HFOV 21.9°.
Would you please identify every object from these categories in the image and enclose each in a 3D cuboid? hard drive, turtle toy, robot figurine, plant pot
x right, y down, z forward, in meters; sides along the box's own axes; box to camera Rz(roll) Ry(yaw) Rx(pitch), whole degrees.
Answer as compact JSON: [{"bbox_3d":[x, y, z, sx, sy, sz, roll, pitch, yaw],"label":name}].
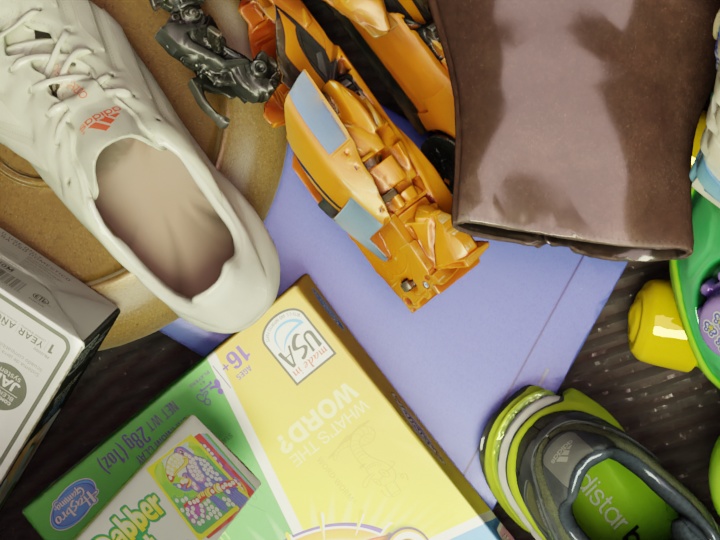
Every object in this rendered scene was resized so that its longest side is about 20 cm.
[{"bbox_3d":[0.000,0.000,0.807,0.199,0.025,0.133,30,88,-1],"label":"hard drive"},{"bbox_3d":[0.190,0.019,0.776,0.144,0.101,0.202,11,88,-2],"label":"turtle toy"},{"bbox_3d":[0.002,-0.093,0.763,0.145,0.058,0.201,-36,89,-34],"label":"robot figurine"},{"bbox_3d":[-0.130,-0.066,0.787,0.198,0.027,0.203,-1,83,8],"label":"plant pot"}]

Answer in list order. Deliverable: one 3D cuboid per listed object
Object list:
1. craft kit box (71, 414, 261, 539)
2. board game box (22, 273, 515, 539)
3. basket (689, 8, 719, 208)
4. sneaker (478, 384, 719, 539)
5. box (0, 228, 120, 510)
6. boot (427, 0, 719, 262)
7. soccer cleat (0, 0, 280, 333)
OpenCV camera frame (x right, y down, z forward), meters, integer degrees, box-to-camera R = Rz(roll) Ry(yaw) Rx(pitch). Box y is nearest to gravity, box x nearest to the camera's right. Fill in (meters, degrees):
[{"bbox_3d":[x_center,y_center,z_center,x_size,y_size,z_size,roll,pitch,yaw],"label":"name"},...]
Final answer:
[{"bbox_3d":[-0.141,0.164,0.676,0.048,0.200,0.198,41,120,0],"label":"craft kit box"},{"bbox_3d":[-0.020,0.128,0.779,0.153,0.040,0.200,-39,92,7],"label":"board game box"},{"bbox_3d":[0.206,-0.088,0.647,0.139,0.200,0.176,42,56,7],"label":"basket"},{"bbox_3d":[0.132,0.133,0.774,0.200,0.081,0.074,42,88,-12],"label":"sneaker"},{"bbox_3d":[-0.199,0.072,0.756,0.116,0.060,0.201,32,104,-1],"label":"box"},{"bbox_3d":[0.049,-0.100,0.716,0.198,0.072,0.168,12,77,-9],"label":"boot"},{"bbox_3d":[-0.105,-0.057,0.730,0.069,0.078,0.200,-44,80,0],"label":"soccer cleat"}]
